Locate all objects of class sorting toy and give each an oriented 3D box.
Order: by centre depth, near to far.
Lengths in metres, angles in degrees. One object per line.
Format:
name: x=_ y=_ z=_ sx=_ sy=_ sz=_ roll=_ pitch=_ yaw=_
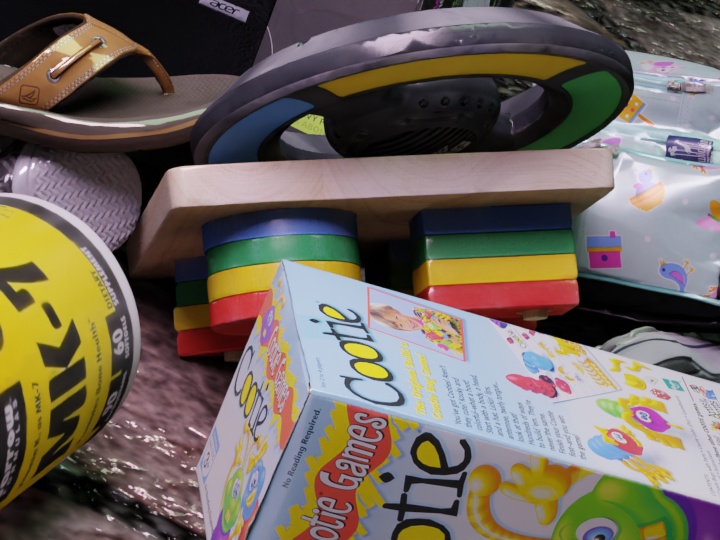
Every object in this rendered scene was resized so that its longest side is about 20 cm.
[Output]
sorting toy: x=0.000 y=0.000 z=1.254 sx=0.198 sy=0.070 sz=0.200 roll=-3 pitch=-8 yaw=-11

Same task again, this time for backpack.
backpack: x=0.138 y=-0.042 z=1.453 sx=0.200 sy=0.154 sz=0.176 roll=1 pitch=1 yaw=14

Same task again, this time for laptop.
laptop: x=-0.139 y=-0.113 z=1.343 sx=0.177 sy=0.103 sz=0.200 roll=23 pitch=-2 yaw=0

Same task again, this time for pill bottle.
pill bottle: x=-0.173 y=0.047 z=1.033 sx=0.114 sy=0.114 sz=0.200 roll=28 pitch=23 yaw=10

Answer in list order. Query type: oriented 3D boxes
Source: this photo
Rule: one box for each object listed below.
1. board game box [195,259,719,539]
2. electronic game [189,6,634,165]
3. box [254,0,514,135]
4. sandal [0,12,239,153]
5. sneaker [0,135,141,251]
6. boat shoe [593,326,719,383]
board game box: x=0.049 y=0.087 z=1.040 sx=0.200 sy=0.103 sz=0.105 roll=16 pitch=24 yaw=-16
electronic game: x=0.023 y=-0.068 z=1.195 sx=0.200 sy=0.200 sz=0.042 roll=3 pitch=70 yaw=-40
box: x=-0.011 y=-0.150 z=1.434 sx=0.148 sy=0.124 sz=0.200 roll=25 pitch=23 yaw=12
sandal: x=-0.146 y=-0.092 z=1.226 sx=0.200 sy=0.055 sz=0.082 roll=6 pitch=19 yaw=-6
sneaker: x=-0.211 y=-0.037 z=1.242 sx=0.200 sy=0.075 sz=0.115 roll=-7 pitch=21 yaw=-30
boat shoe: x=0.144 y=0.066 z=1.373 sx=0.067 sy=0.074 sz=0.200 roll=18 pitch=7 yaw=30
